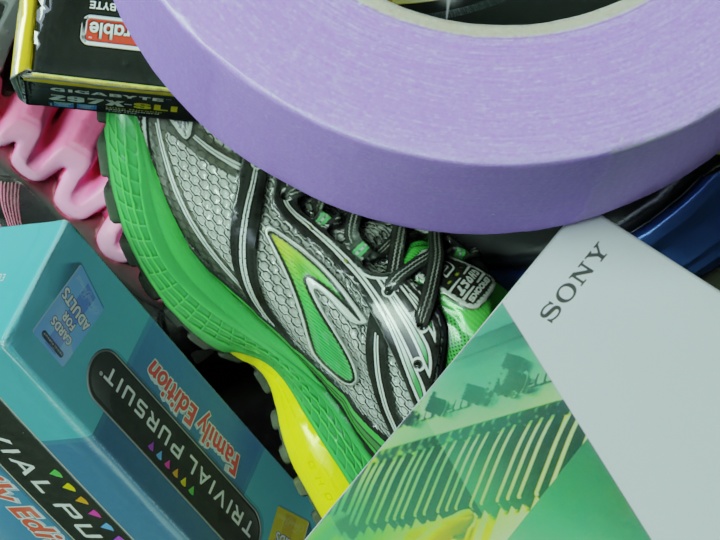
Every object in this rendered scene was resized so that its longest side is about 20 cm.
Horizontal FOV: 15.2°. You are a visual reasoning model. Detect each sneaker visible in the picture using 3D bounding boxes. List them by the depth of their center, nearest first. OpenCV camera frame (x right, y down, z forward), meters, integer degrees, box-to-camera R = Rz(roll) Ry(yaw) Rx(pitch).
[{"bbox_3d":[0.000,0.000,0.790,0.085,0.078,0.200,-28,102,40],"label":"sneaker"},{"bbox_3d":[-0.116,-0.033,0.867,0.200,0.079,0.095,44,127,-10],"label":"sneaker"}]

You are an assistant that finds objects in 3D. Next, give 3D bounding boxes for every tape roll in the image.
[{"bbox_3d":[0.030,-0.113,0.674,0.200,0.066,0.201,1,75,-4],"label":"tape roll"}]

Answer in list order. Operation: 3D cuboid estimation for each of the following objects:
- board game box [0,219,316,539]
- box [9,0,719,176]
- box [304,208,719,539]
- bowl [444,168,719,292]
[{"bbox_3d":[-0.131,0.054,0.843,0.200,0.151,0.047,-3,49,38],"label":"board game box"},{"bbox_3d":[0.012,-0.116,0.745,0.200,0.049,0.160,6,83,-5],"label":"box"},{"bbox_3d":[0.091,0.091,0.645,0.200,0.036,0.144,33,68,19],"label":"box"},{"bbox_3d":[0.056,-0.086,0.827,0.200,0.039,0.201,-5,80,31],"label":"bowl"}]
